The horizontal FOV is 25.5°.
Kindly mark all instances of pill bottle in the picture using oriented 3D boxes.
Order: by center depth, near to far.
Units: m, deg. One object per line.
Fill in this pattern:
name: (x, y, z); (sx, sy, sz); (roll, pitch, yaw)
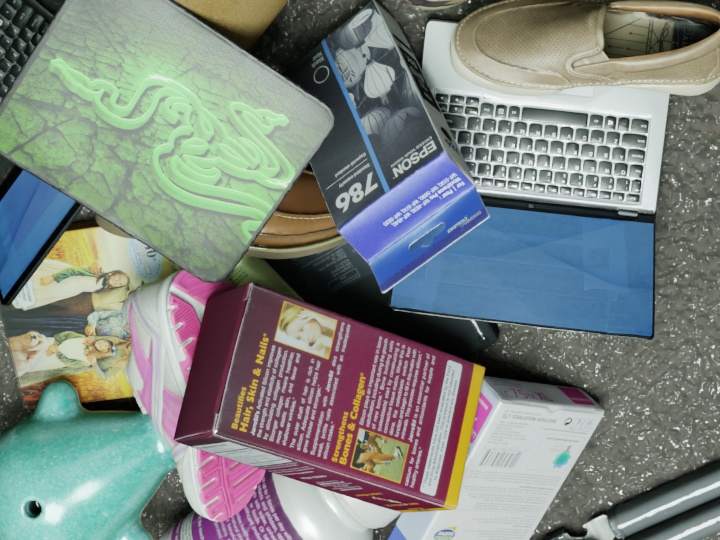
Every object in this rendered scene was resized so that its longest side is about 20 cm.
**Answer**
pill bottle: (-0.061, 0.208, 1.271); (0.199, 0.112, 0.113); (-37, 99, 18)

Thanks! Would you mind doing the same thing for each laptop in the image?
laptop: (0.125, -0.070, 1.135); (0.185, 0.116, 0.202); (6, 99, 5)
laptop: (-0.284, -0.111, 1.211); (0.200, 0.103, 0.178); (39, 109, -4)

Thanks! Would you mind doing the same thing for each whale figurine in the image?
whale figurine: (-0.211, 0.161, 1.258); (0.199, 0.104, 0.160); (-26, 90, 11)

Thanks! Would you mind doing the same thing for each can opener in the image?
can opener: (0.219, 0.213, 1.257); (0.199, 0.067, 0.053); (-27, 100, 11)

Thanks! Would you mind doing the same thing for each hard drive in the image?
hard drive: (0.000, 0.000, 1.237); (0.139, 0.033, 0.201); (-28, 101, 16)

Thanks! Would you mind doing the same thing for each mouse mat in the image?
mouse mat: (-0.137, -0.097, 1.088); (0.199, 0.008, 0.161); (31, 111, -15)

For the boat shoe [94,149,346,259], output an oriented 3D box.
boat shoe: (-0.090, -0.057, 1.147); (0.198, 0.072, 0.068); (1, 129, -17)

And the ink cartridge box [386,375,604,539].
ink cartridge box: (0.096, 0.177, 1.241); (0.119, 0.042, 0.201); (10, 114, -40)

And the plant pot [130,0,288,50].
plant pot: (-0.128, -0.212, 1.130); (0.185, 0.187, 0.201); (27, 124, 0)

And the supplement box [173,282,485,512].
supplement box: (-0.021, 0.096, 1.152); (0.198, 0.085, 0.111); (20, 72, -23)

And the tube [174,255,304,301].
tube: (-0.124, -0.024, 1.212); (0.052, 0.058, 0.200); (-42, 94, -15)

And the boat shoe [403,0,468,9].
boat shoe: (0.113, -0.230, 1.125); (0.198, 0.073, 0.075); (-22, 103, 15)

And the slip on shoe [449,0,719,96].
slip on shoe: (0.163, -0.163, 1.129); (0.198, 0.061, 0.077); (7, 71, 5)

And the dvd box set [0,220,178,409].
dvd box set: (-0.191, 0.031, 1.279); (0.198, 0.029, 0.148); (-7, 106, 12)

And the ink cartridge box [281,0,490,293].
ink cartridge box: (0.012, -0.091, 1.136); (0.099, 0.201, 0.039); (-36, 144, 17)

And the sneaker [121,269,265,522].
sneaker: (-0.128, 0.092, 1.214); (0.088, 0.081, 0.202); (2, 105, 45)
